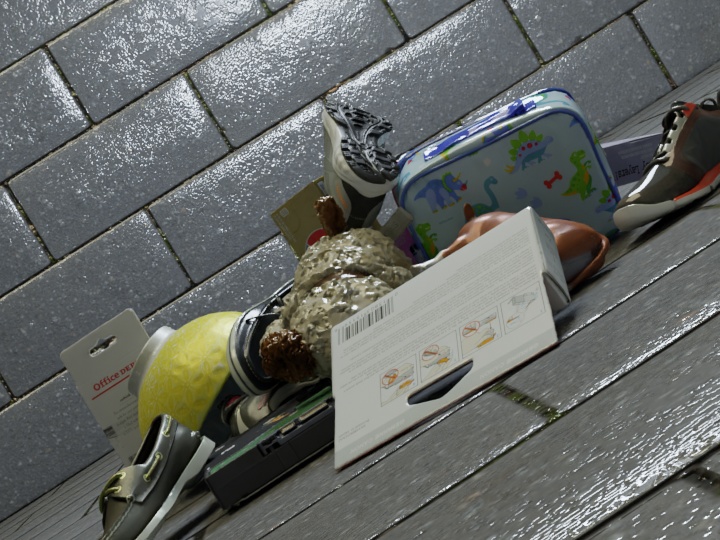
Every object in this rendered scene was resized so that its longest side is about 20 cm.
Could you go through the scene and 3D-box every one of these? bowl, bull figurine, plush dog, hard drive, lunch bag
[{"bbox_3d":[-0.180,0.118,1.517,0.201,0.107,0.200,-59,-8,-14],"label":"bowl"},{"bbox_3d":[0.122,-0.010,1.244,0.121,0.065,0.199,-38,22,-29],"label":"bull figurine"},{"bbox_3d":[-0.006,0.034,1.282,0.198,0.162,0.172,-13,26,2],"label":"plush dog"},{"bbox_3d":[-0.071,0.150,1.273,0.139,0.038,0.200,-33,1,-6],"label":"hard drive"},{"bbox_3d":[0.141,-0.074,1.373,0.199,0.161,0.083,-27,24,9],"label":"lunch bag"}]

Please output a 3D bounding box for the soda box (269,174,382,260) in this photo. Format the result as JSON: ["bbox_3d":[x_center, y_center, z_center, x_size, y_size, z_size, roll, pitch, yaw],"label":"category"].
[{"bbox_3d":[0.000,0.000,1.455,0.068,0.201,0.064,-35,-1,32],"label":"soda box"}]

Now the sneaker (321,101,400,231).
[{"bbox_3d":[-0.010,-0.107,1.421,0.201,0.073,0.080,-95,23,-60],"label":"sneaker"}]

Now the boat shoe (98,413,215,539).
[{"bbox_3d":[-0.190,0.195,1.227,0.072,0.060,0.202,-49,4,32],"label":"boat shoe"}]

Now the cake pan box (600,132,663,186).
[{"bbox_3d":[0.230,-0.108,1.627,0.199,0.053,0.184,-17,7,-36],"label":"cake pan box"}]

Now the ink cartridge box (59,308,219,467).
[{"bbox_3d":[-0.240,0.148,1.644,0.115,0.201,0.067,-31,1,17],"label":"ink cartridge box"}]

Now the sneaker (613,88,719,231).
[{"bbox_3d":[0.284,-0.105,1.283,0.199,0.082,0.077,-33,2,-31],"label":"sneaker"}]

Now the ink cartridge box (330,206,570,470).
[{"bbox_3d":[0.067,0.059,1.092,0.199,0.044,0.174,-32,31,19],"label":"ink cartridge box"}]

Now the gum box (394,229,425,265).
[{"bbox_3d":[0.043,0.020,1.565,0.066,0.114,0.200,-33,1,-28],"label":"gum box"}]

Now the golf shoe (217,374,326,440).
[{"bbox_3d":[-0.050,0.120,1.460,0.088,0.078,0.200,-4,28,48],"label":"golf shoe"}]

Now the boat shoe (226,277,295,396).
[{"bbox_3d":[-0.072,0.055,1.432,0.062,0.075,0.200,-28,11,34],"label":"boat shoe"}]

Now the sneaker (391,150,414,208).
[{"bbox_3d":[0.108,-0.081,1.474,0.087,0.074,0.199,-20,-29,35],"label":"sneaker"}]
